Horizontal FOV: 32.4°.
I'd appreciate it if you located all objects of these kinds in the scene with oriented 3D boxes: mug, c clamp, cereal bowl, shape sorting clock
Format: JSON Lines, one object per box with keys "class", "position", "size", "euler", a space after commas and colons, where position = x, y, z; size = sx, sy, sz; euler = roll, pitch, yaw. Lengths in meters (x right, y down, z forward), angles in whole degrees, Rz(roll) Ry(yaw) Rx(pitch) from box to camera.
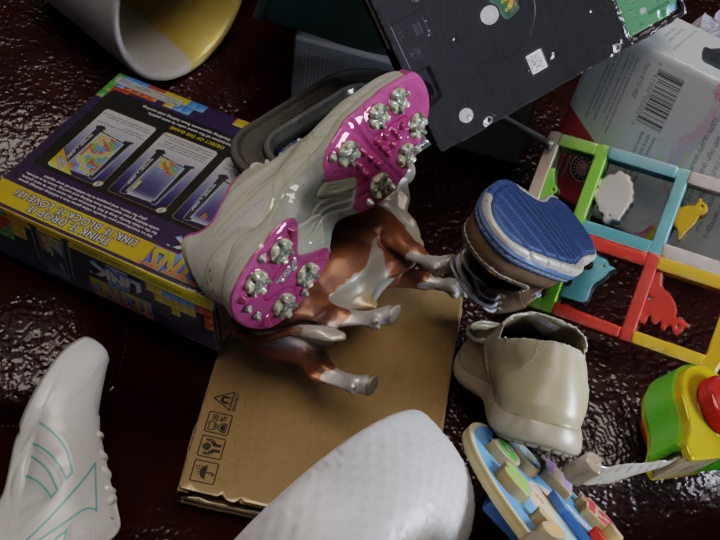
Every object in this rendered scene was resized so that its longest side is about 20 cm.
{"class": "mug", "position": [-0.190, -0.249, 1.032], "size": [0.153, 0.187, 0.150], "euler": [30, 86, 26]}
{"class": "c clamp", "position": [0.014, -0.096, 0.887], "size": [0.171, 0.027, 0.200], "euler": [35, 50, 30]}
{"class": "cereal bowl", "position": [-0.009, 0.174, 0.661], "size": [0.200, 0.201, 0.083], "euler": [-36, 67, -30]}
{"class": "shape sorting clock", "position": [0.132, 0.162, 0.709], "size": [0.039, 0.200, 0.200], "euler": [-45, 63, 5]}

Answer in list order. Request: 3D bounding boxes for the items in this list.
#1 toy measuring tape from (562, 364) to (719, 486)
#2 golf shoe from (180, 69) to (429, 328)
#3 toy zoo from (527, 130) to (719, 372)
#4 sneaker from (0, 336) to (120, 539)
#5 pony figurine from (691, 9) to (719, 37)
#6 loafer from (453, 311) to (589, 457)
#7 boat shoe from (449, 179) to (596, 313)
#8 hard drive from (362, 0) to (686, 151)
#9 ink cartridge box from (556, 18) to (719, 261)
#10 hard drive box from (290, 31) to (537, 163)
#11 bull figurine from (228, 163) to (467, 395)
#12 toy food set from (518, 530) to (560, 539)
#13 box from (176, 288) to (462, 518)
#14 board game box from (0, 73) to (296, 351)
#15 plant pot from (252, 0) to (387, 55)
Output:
{"class": "toy measuring tape", "position": [0.194, 0.097, 0.802], "size": [0.199, 0.074, 0.074], "euler": [2, 46, -41]}
{"class": "golf shoe", "position": [-0.037, -0.059, 0.793], "size": [0.091, 0.075, 0.200], "euler": [27, 69, 40]}
{"class": "toy zoo", "position": [0.208, -0.011, 0.881], "size": [0.199, 0.020, 0.132], "euler": [20, 87, 21]}
{"class": "sneaker", "position": [-0.182, 0.136, 0.758], "size": [0.080, 0.071, 0.201], "euler": [17, 57, -6]}
{"class": "pony figurine", "position": [0.401, -0.224, 1.077], "size": [0.192, 0.167, 0.200], "euler": [6, 38, -45]}
{"class": "loafer", "position": [0.109, 0.060, 0.789], "size": [0.075, 0.069, 0.200], "euler": [19, 8, -9]}
{"class": "boat shoe", "position": [0.100, -0.006, 0.801], "size": [0.072, 0.200, 0.072], "euler": [-39, 74, 17]}
{"class": "hard drive", "position": [0.107, -0.189, 0.835], "size": [0.199, 0.140, 0.038], "euler": [-30, 24, -2]}
{"class": "ink cartridge box", "position": [0.255, -0.089, 0.927], "size": [0.199, 0.146, 0.083], "euler": [31, 36, 16]}
{"class": "hard drive box", "position": [0.059, -0.191, 1.034], "size": [0.199, 0.077, 0.156], "euler": [15, 52, 5]}
{"class": "bull figurine", "position": [0.000, 0.000, 0.846], "size": [0.121, 0.065, 0.200], "euler": [22, 50, 29]}
{"class": "toy food set", "position": [0.037, 0.221, 0.625], "size": [0.143, 0.200, 0.060], "euler": [-33, 67, -28]}
{"class": "box", "position": [-0.021, 0.083, 0.841], "size": [0.162, 0.021, 0.201], "euler": [12, 51, 1]}
{"class": "board game box", "position": [-0.140, -0.049, 0.893], "size": [0.199, 0.057, 0.166], "euler": [23, 52, 20]}
{"class": "plant pot", "position": [0.043, -0.243, 0.915], "size": [0.187, 0.200, 0.201], "euler": [22, 51, -9]}
